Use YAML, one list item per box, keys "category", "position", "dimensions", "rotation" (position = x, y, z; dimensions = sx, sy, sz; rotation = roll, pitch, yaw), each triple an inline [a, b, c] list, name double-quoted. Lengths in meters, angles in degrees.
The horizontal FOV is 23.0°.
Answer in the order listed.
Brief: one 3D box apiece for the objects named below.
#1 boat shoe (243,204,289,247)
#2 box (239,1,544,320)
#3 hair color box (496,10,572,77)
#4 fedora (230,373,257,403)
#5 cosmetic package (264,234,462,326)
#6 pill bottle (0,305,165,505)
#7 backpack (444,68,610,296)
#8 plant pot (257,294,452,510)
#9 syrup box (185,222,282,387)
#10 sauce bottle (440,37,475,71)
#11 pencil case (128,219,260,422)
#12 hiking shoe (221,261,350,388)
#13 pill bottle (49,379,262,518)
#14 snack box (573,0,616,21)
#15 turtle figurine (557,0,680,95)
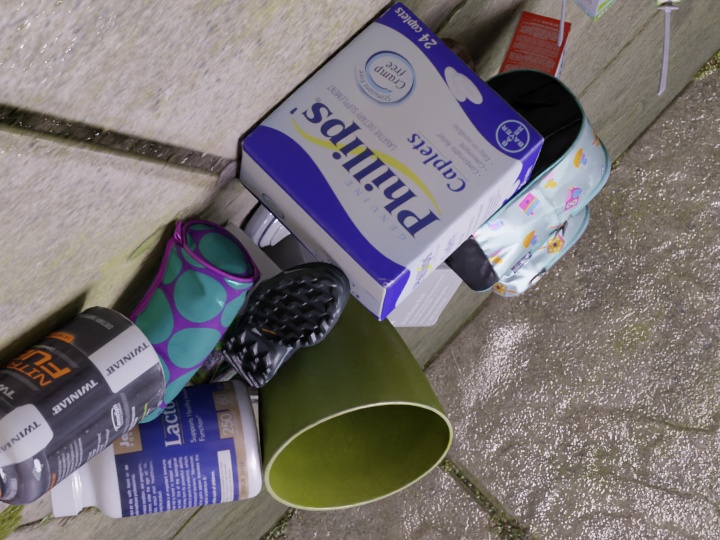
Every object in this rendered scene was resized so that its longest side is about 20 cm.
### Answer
- category: "boat shoe"
  position: [-0.024, -0.084, 1.735]
  dimensions: [0.200, 0.067, 0.074]
  rotation: [-44, 170, -12]
- category: "box"
  position: [0.025, -0.096, 1.552]
  dimensions: [0.200, 0.184, 0.105]
  rotation: [-44, 171, -14]
- category: "hair color box"
  position: [0.175, -0.182, 1.889]
  dimensions: [0.200, 0.064, 0.111]
  rotation: [-65, 168, -54]
- category: "fedora"
  position: [-0.092, 0.093, 1.898]
  dimensions: [0.199, 0.091, 0.177]
  rotation: [4, 168, -32]
- category: "cosmetic package"
  position: [0.000, 0.000, 1.870]
  dimensions: [0.199, 0.090, 0.107]
  rotation: [-4, 144, -30]
- category: "pill bottle"
  position: [-0.263, 0.121, 1.449]
  dimensions: [0.200, 0.106, 0.106]
  rotation: [-38, 168, -39]
- category: "backpack"
  position: [0.141, -0.088, 1.700]
  dimensions: [0.200, 0.176, 0.153]
  rotation: [-46, 130, 1]
- category: "plant pot"
  position: [-0.027, 0.101, 1.738]
  dimensions: [0.186, 0.201, 0.187]
  rotation: [-13, 145, -9]
- category: "syrup box"
  position: [-0.147, 0.049, 1.719]
  dimensions: [0.079, 0.081, 0.200]
  rotation: [-38, 166, -33]
- category: "sauce bottle"
  position: [0.030, -0.152, 1.694]
  dimensions: [0.200, 0.065, 0.065]
  rotation: [-41, 170, -33]
- category: "pencil case"
  position: [-0.174, 0.048, 1.589]
  dimensions: [0.200, 0.092, 0.085]
  rotation: [-52, -158, 27]
- category: "hiking shoe"
  position: [-0.060, 0.030, 1.592]
  dimensions: [0.087, 0.074, 0.200]
  rotation: [-49, -174, -36]
- category: "pill bottle"
  position: [-0.200, 0.174, 1.689]
  dimensions: [0.199, 0.116, 0.116]
  rotation: [-8, 161, -10]
- category: "snack box"
  position: [0.322, -0.387, 2.001]
  dimensions: [0.200, 0.053, 0.142]
  rotation: [-45, 172, -6]
- category: "turtle figurine"
  position: [0.272, -0.320, 1.817]
  dimensions: [0.194, 0.200, 0.144]
  rotation: [-48, -155, -10]
